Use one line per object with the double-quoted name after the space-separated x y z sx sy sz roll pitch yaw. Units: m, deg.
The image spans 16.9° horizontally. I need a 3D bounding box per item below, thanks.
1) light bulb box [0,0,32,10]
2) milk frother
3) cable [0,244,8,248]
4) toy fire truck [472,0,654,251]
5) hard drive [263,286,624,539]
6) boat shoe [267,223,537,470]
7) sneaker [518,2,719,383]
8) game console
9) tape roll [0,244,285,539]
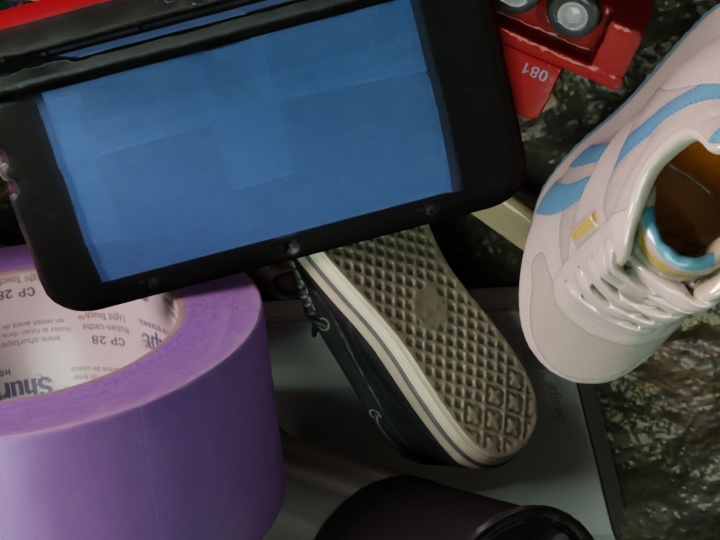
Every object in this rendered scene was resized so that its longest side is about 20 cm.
-0.255 -0.123 0.993 0.200 0.125 0.198 -24 114 29 "light bulb box"
-0.036 0.158 0.994 0.188 0.200 0.181 12 89 45 "milk frother"
-0.196 0.069 1.148 0.200 0.069 0.200 14 127 7 "cable"
0.051 -0.074 0.979 0.200 0.049 0.141 23 128 0 "toy fire truck"
0.010 0.070 1.111 0.200 0.026 0.132 -3 123 21 "hard drive"
0.000 0.000 1.020 0.062 0.075 0.200 -26 98 53 "boat shoe"
0.110 -0.015 0.917 0.076 0.081 0.200 25 137 -4 "sneaker"
-0.041 -0.054 0.884 0.200 0.172 0.119 -15 95 1 "game console"
-0.133 0.062 0.979 0.200 0.200 0.085 1 112 17 "tape roll"
